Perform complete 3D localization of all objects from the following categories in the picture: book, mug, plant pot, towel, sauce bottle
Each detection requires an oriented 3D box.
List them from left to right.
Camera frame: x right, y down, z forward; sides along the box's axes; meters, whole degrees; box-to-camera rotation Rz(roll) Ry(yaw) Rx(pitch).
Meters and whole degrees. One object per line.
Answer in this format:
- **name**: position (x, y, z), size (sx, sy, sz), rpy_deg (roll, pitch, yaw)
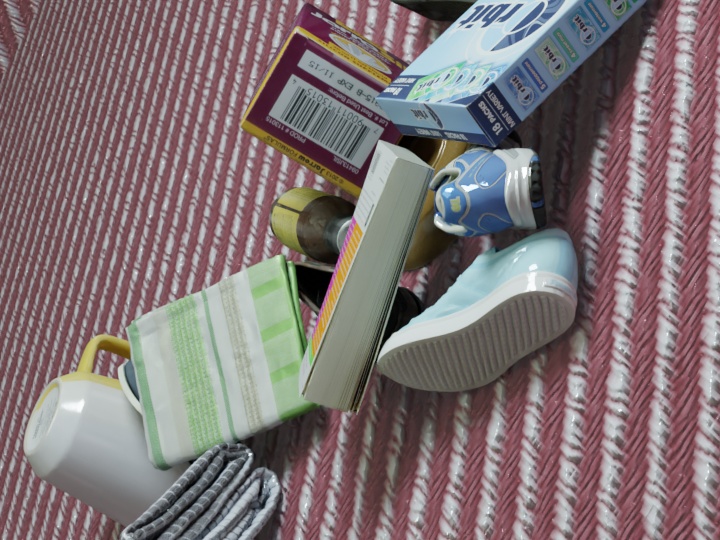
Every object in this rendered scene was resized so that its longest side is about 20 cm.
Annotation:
- **mug**: position (-0.260, 0.168, 1.777), size (0.150, 0.153, 0.187), rpy_deg (-60, 24, 12)
- **towel**: position (-0.171, 0.252, 1.516), size (0.166, 0.086, 0.200), rpy_deg (-46, 0, 32)
- **towel**: position (-0.125, 0.087, 1.584), size (0.199, 0.031, 0.150), rpy_deg (-23, 72, 32)
- **sauce bottle**: position (-0.032, -0.038, 1.602), size (0.065, 0.064, 0.200), rpy_deg (-64, 19, 1)
- **book**: position (0.000, 0.000, 1.391), size (0.134, 0.048, 0.201), rpy_deg (-121, 49, -78)
- **plant pot**: position (0.064, -0.098, 1.525), size (0.200, 0.027, 0.201), rpy_deg (-44, 32, 37)

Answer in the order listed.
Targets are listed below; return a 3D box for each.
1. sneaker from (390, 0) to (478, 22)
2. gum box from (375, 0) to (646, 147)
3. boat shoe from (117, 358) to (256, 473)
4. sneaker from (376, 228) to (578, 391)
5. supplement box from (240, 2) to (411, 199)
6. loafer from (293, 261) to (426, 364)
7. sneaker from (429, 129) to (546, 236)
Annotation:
- **sneaker**: position (0.092, -0.284, 1.582), size (0.115, 0.076, 0.199), rpy_deg (-69, 18, 6)
- **gum box**: position (0.125, -0.183, 1.372), size (0.200, 0.045, 0.170), rpy_deg (-45, 22, -11)
- **boat shoe**: position (-0.167, 0.138, 1.667), size (0.062, 0.075, 0.200), rpy_deg (-52, 45, 9)
- **sneaker**: position (0.093, 0.029, 1.307), size (0.200, 0.074, 0.082), rpy_deg (-26, 36, 42)
- **supplement box**: position (-0.024, -0.157, 1.573), size (0.104, 0.130, 0.200), rpy_deg (-58, 8, 13)
- **loafer**: position (-0.010, 0.032, 1.508), size (0.072, 0.063, 0.200), rpy_deg (-65, 24, -1)
- **sneaker**: position (0.089, -0.066, 1.327), size (0.200, 0.077, 0.076), rpy_deg (-132, 34, -85)
